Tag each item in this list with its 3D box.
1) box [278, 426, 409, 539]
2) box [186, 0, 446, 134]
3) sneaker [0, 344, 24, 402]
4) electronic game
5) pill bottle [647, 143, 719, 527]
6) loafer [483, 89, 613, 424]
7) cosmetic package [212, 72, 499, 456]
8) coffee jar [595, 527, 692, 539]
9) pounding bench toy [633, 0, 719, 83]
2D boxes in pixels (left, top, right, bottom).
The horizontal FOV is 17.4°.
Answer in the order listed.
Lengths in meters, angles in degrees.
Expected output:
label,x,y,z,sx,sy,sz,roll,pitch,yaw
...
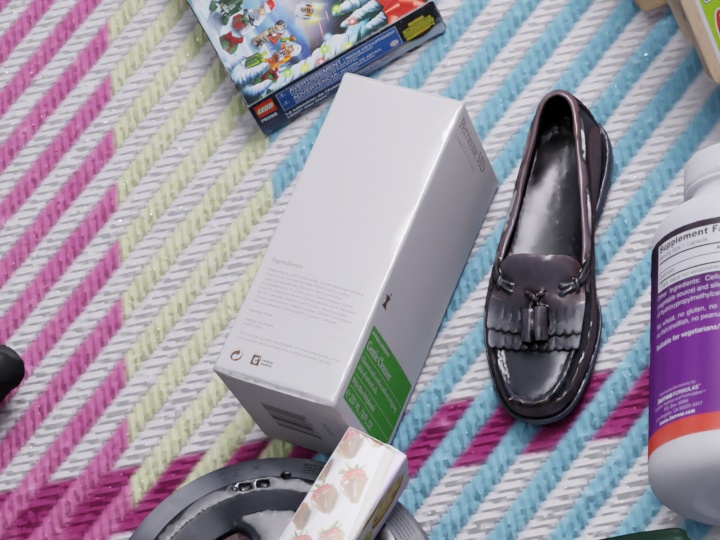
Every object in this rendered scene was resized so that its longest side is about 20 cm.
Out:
label,x,y,z,sx,sy,sz,roll,pitch,yaw
box,-0.038,0.180,1.288,0.039,0.041,0.200,26,67,17
box,-0.050,-0.201,1.533,0.137,0.040,0.200,-30,59,0
sneaker,-0.274,0.129,1.430,0.200,0.076,0.088,-37,74,1
electronic game,-0.048,0.199,1.325,0.200,0.042,0.200,-3,63,5
pill bottle,0.215,0.034,1.292,0.112,0.112,0.200,-3,63,16
loafer,0.106,-0.012,1.376,0.072,0.063,0.200,1,65,18
cosmetic package,0.000,0.000,1.379,0.085,0.108,0.200,16,71,24
coffee jar,0.082,0.196,1.246,0.200,0.085,0.104,-4,64,1
pounding bench toy,0.229,-0.186,1.400,0.124,0.200,0.156,-28,28,-1
